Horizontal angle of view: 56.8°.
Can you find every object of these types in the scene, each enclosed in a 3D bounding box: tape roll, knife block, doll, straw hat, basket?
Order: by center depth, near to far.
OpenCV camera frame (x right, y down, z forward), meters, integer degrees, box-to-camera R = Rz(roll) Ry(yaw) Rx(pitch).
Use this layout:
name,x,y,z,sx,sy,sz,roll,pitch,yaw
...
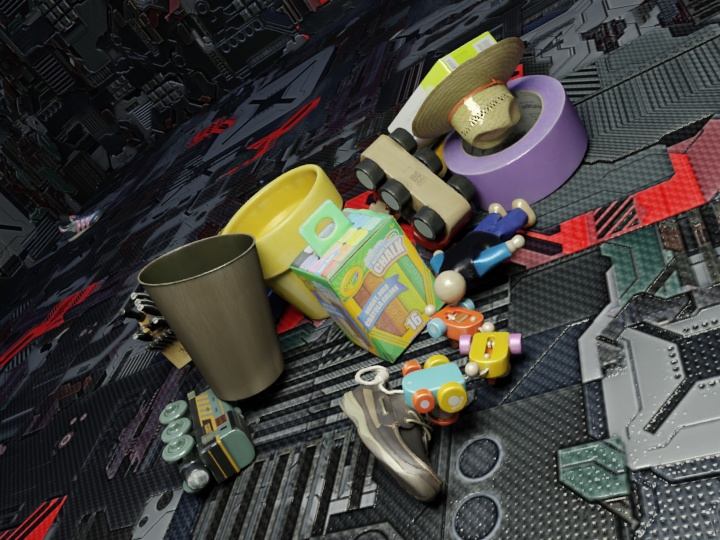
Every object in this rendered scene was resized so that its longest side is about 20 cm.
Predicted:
name,x,y,z,sx,sy,sz,roll,pitch,yaw
doll,0.155,-0.027,0.855,0.136,0.049,0.200,-7,27,47
straw hat,0.172,-0.217,0.925,0.200,0.085,0.201,-34,-15,-10
basket,-0.191,0.069,0.938,0.178,0.202,0.136,-10,25,23
tape roll,0.228,-0.190,0.995,0.199,0.085,0.201,-27,38,23
knife block,-0.370,0.087,1.238,0.064,0.176,0.200,-36,27,2

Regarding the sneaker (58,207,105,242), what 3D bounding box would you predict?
name,x,y,z,sx,sy,sz,roll,pitch,yaw
sneaker,-1.150,-0.207,2.748,0.200,0.082,0.070,-42,27,-6

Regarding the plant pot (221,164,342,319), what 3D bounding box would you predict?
name,x,y,z,sx,sy,sz,roll,pitch,yaw
plant pot,-0.090,-0.032,1.060,0.199,0.189,0.202,-29,29,18

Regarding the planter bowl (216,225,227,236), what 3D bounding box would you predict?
name,x,y,z,sx,sy,sz,roll,pitch,yaw
planter bowl,-0.160,-0.023,1.202,0.199,0.200,0.084,-27,65,21

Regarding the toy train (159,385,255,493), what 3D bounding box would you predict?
name,x,y,z,sx,sy,sz,roll,pitch,yaw
toy train,-0.218,0.231,0.947,0.113,0.086,0.200,-28,23,-10

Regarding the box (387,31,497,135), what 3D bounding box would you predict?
name,x,y,z,sx,sy,sz,roll,pitch,yaw
box,0.123,-0.268,1.026,0.122,0.048,0.200,-38,-3,-32

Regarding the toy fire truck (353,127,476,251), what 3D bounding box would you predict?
name,x,y,z,sx,sy,sz,roll,pitch,yaw
toy fire truck,0.067,-0.087,1.030,0.129,0.176,0.200,-46,-15,-16

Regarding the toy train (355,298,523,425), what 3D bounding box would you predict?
name,x,y,z,sx,sy,sz,roll,pitch,yaw
toy train,0.096,0.104,0.745,0.149,0.056,0.199,11,32,43

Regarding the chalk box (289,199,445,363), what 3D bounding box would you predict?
name,x,y,z,sx,sy,sz,roll,pitch,yaw
chalk box,0.000,0.000,0.887,0.124,0.201,0.123,-46,28,-15

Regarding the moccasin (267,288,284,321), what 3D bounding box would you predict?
name,x,y,z,sx,sy,sz,roll,pitch,yaw
moccasin,-0.200,0.104,1.123,0.068,0.081,0.200,0,31,31

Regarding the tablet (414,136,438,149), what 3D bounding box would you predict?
name,x,y,z,sx,sy,sz,roll,pitch,yaw
tablet,0.122,-0.226,1.045,0.130,0.014,0.200,-37,-5,-45

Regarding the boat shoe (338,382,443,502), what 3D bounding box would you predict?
name,x,y,z,sx,sy,sz,roll,pitch,yaw
boat shoe,0.039,0.169,0.724,0.073,0.075,0.200,-41,28,-6

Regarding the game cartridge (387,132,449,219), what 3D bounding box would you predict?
name,x,y,z,sx,sy,sz,roll,pitch,yaw
game cartridge,0.115,-0.185,1.147,0.176,0.032,0.201,-41,17,51

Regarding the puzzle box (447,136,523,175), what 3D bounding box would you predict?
name,x,y,z,sx,sy,sz,roll,pitch,yaw
puzzle box,0.242,-0.246,1.155,0.198,0.025,0.134,-20,34,33
